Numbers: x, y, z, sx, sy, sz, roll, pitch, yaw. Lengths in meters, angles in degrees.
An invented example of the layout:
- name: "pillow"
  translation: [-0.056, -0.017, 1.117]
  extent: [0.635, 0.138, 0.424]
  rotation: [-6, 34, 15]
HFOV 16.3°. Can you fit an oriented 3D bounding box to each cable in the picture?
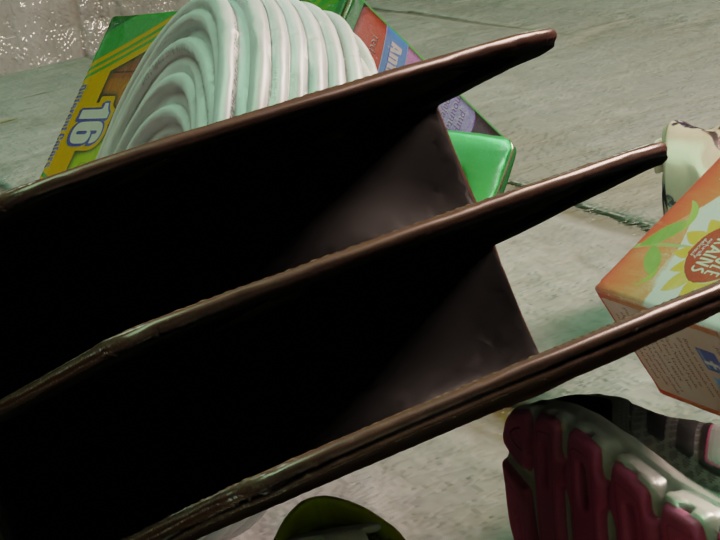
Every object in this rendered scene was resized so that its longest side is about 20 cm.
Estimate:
- name: "cable"
  translation: [-0.054, 0.000, 0.885]
  extent: [0.069, 0.201, 0.201]
  rotation: [16, 38, -20]

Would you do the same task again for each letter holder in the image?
- name: "letter holder"
  translation: [0.000, 0.000, 0.674]
  extent: [0.199, 0.101, 0.142]
  rotation: [-20, -4, -38]

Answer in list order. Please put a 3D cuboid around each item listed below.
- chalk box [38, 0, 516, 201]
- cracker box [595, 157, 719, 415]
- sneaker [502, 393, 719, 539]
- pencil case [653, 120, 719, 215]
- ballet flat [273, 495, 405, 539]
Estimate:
- name: "chalk box"
  translation: [-0.026, -0.031, 1.065]
  extent: [0.199, 0.124, 0.125]
  rotation: [-2, 58, 44]
- name: "cracker box"
  translation: [0.187, -0.001, 0.807]
  extent: [0.134, 0.058, 0.200]
  rotation: [-44, 29, -15]
- name: "sneaker"
  translation: [0.118, 0.072, 0.671]
  extent: [0.087, 0.074, 0.199]
  rotation: [-18, 18, -31]
- name: "pencil case"
  translation: [0.221, -0.039, 1.082]
  extent: [0.199, 0.078, 0.090]
  rotation: [-8, 37, 17]
- name: "ballet flat"
  translation: [0.005, 0.103, 0.635]
  extent: [0.066, 0.068, 0.200]
  rotation: [-10, 11, -8]
